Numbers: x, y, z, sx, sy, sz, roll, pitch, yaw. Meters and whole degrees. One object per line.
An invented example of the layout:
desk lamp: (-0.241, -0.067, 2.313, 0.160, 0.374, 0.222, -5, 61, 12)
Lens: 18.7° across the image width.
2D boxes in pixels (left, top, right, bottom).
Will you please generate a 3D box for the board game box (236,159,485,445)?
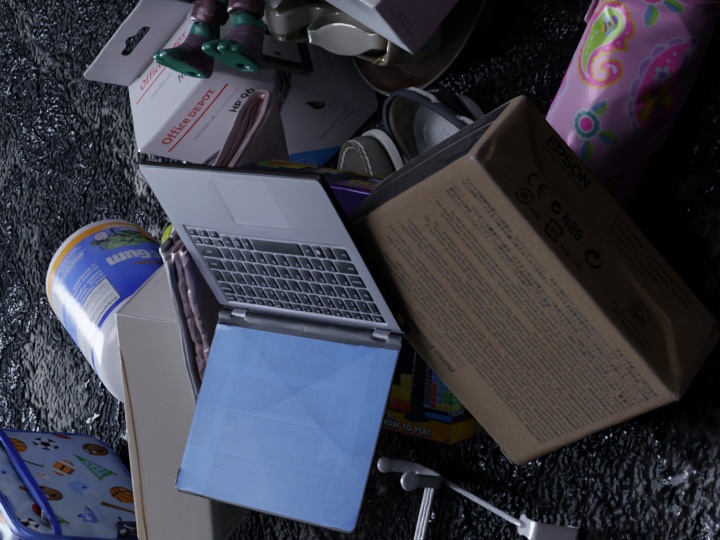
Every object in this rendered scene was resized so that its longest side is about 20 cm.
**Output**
board game box: (-0.001, 0.019, 1.528, 0.199, 0.057, 0.167, 10, 106, 33)

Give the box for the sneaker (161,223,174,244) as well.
sneaker: (-0.105, 0.006, 1.789, 0.081, 0.073, 0.201, -54, 44, 28)

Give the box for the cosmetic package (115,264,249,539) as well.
cosmetic package: (-0.130, 0.105, 1.695, 0.072, 0.104, 0.202, 6, 116, 20)

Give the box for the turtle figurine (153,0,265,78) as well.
turtle figurine: (-0.088, -0.243, 1.584, 0.150, 0.100, 0.202, 163, 121, -66)

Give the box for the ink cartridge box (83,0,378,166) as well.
ink cartridge box: (-0.101, -0.138, 1.698, 0.116, 0.199, 0.068, -44, 48, 42)

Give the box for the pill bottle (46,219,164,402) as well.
pill bottle: (-0.186, 0.047, 1.861, 0.200, 0.111, 0.113, 45, 119, 50)

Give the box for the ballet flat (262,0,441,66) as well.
ballet flat: (-0.029, -0.191, 1.616, 0.199, 0.069, 0.070, 20, 99, 39)

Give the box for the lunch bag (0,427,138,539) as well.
lunch bag: (-0.267, 0.210, 1.899, 0.200, 0.159, 0.076, 45, 119, 52)

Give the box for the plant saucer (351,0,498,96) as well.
plant saucer: (0.053, -0.228, 1.640, 0.200, 0.032, 0.202, -21, 65, 53)

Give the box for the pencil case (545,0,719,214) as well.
pencil case: (0.161, -0.106, 1.395, 0.088, 0.087, 0.201, 50, 124, 49)

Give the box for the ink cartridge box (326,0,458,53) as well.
ink cartridge box: (0.050, -0.266, 1.534, 0.116, 0.067, 0.201, 35, 85, 39)

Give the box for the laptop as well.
laptop: (-0.074, 0.045, 1.413, 0.186, 0.201, 0.116, 7, 45, 47)

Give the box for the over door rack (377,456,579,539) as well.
over door rack: (0.056, 0.219, 1.494, 0.199, 0.066, 0.149, 17, 97, 57)

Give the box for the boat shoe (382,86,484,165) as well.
boat shoe: (0.076, -0.066, 1.538, 0.200, 0.060, 0.076, 46, 120, 51)

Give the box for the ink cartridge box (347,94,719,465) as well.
ink cartridge box: (0.100, 0.010, 1.368, 0.164, 0.200, 0.075, -27, 18, 51)

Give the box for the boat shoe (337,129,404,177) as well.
boat shoe: (0.001, 0.000, 1.593, 0.072, 0.060, 0.204, 14, 110, 60)

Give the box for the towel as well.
towel: (-0.088, 0.000, 1.623, 0.192, 0.032, 0.201, -63, -27, -44)
